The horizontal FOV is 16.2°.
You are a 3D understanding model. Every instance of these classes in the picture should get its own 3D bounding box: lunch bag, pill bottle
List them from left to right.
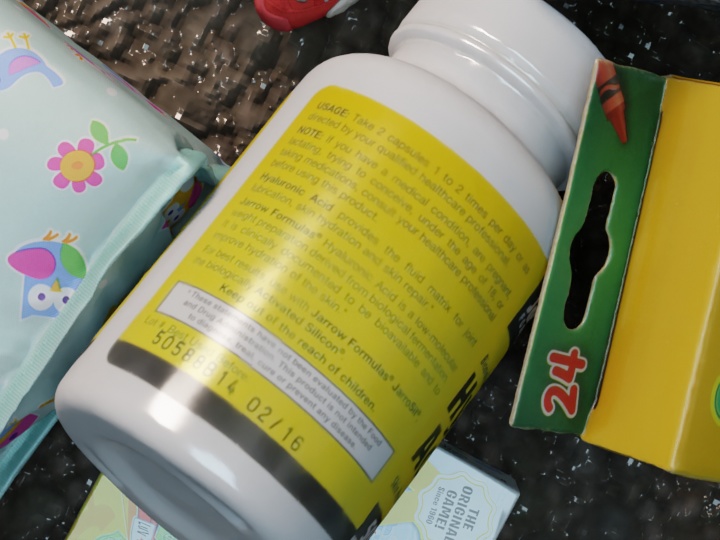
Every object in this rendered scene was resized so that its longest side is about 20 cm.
[{"bbox_3d":[-0.166,-0.005,0.862,0.170,0.122,0.200,39,93,6],"label":"lunch bag"},{"bbox_3d":[0.000,0.000,0.835,0.111,0.111,0.200,38,73,-2],"label":"pill bottle"}]

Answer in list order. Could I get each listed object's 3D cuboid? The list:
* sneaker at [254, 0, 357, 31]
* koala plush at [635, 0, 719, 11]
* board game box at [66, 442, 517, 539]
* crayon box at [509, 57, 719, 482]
[{"bbox_3d":[-0.070,-0.167,0.881,0.085,0.077,0.200,-42,92,7],"label":"sneaker"},{"bbox_3d":[0.127,-0.187,0.835,0.183,0.177,0.201,9,97,23],"label":"koala plush"},{"bbox_3d":[-0.050,0.132,0.908,0.134,0.034,0.201,28,93,-2],"label":"board game box"},{"bbox_3d":[0.152,0.011,0.851,0.199,0.051,0.128,10,94,-35],"label":"crayon box"}]
